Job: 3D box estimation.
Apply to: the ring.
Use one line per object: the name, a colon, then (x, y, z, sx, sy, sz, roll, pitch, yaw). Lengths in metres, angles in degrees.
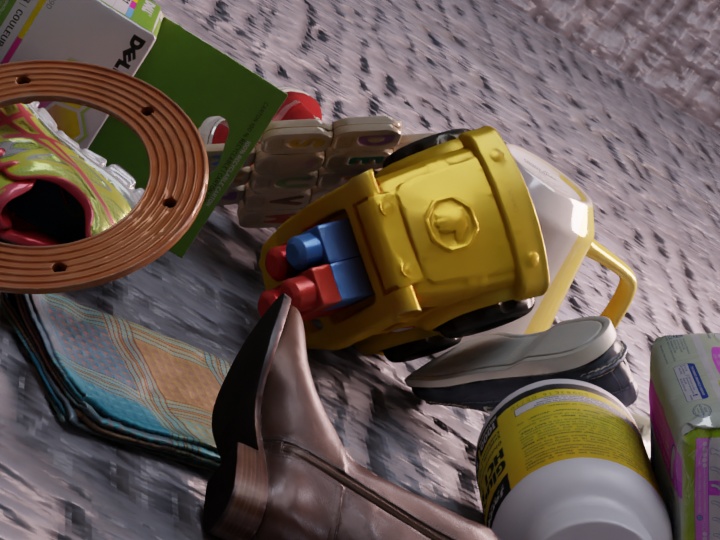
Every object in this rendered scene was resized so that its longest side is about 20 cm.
ring: (-0.192, -0.055, 1.505, 0.200, 0.019, 0.201, 1, 45, -1)

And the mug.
mug: (0.113, -0.011, 1.950, 0.149, 0.153, 0.187, 42, 17, 30)

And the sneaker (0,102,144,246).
sneaker: (-0.226, -0.066, 1.570, 0.200, 0.078, 0.090, 30, 25, 0)

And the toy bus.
toy bus: (0.000, 0.000, 1.711, 0.192, 0.200, 0.136, -16, 83, -34)

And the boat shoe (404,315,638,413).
boat shoe: (0.110, 0.076, 1.719, 0.075, 0.200, 0.062, -41, 109, -41)

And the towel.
towel: (-0.113, 0.071, 1.479, 0.200, 0.022, 0.147, 22, 20, -37)

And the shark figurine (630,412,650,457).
shark figurine: (0.193, 0.148, 1.785, 0.128, 0.090, 0.214, 1, 4, 7)

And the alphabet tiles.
alphabet tiles: (-0.032, -0.069, 1.808, 0.195, 0.015, 0.200, -3, -17, -10)

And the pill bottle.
pill bottle: (0.133, 0.152, 1.560, 0.112, 0.112, 0.200, 31, 15, -11)

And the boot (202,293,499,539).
boot: (0.013, 0.122, 1.433, 0.200, 0.064, 0.186, 26, 45, -17)

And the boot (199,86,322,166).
boot: (-0.033, -0.097, 1.962, 0.144, 0.072, 0.200, 7, 15, 18)

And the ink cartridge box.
ink cartridge box: (-0.169, -0.106, 1.663, 0.200, 0.148, 0.076, 31, 16, -9)

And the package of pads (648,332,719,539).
package of pads: (0.224, 0.158, 1.583, 0.068, 0.200, 0.155, -4, 20, -1)
